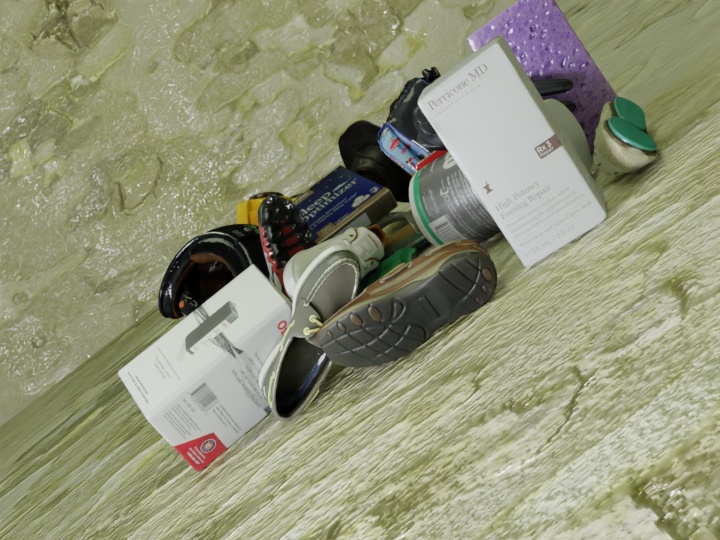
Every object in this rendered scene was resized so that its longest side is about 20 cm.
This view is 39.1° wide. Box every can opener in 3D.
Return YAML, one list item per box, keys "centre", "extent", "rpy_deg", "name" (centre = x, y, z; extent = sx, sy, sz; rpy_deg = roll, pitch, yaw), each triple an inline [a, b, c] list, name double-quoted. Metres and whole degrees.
- centre: [0.157, -0.193, 1.208]
  extent: [0.196, 0.065, 0.079]
  rpy_deg: [-14, -3, 14]
  name: "can opener"

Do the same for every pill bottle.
- centre: [0.160, -0.108, 1.173]
  extent: [0.199, 0.114, 0.113]
  rpy_deg: [-29, 13, 38]
  name: "pill bottle"

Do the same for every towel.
- centre: [0.044, -0.024, 1.465]
  extent: [0.198, 0.022, 0.147]
  rpy_deg: [-34, 11, 15]
  name: "towel"

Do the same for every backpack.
- centre: [0.124, -0.178, 1.442]
  extent: [0.135, 0.182, 0.200]
  rpy_deg: [-52, -5, 6]
  name: "backpack"

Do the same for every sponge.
- centre: [0.228, -0.230, 1.222]
  extent: [0.111, 0.201, 0.030]
  rpy_deg: [-33, 8, 21]
  name: "sponge"

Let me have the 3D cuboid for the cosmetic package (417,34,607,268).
- centre: [0.151, -0.118, 1.003]
  extent: [0.101, 0.201, 0.074]
  rpy_deg: [-33, 11, 19]
  name: "cosmetic package"

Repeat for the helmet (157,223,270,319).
- centre: [-0.164, 0.038, 1.402]
  extent: [0.199, 0.202, 0.190]
  rpy_deg: [-34, -20, 16]
  name: "helmet"

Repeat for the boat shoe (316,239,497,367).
- centre: [0.049, 0.032, 1.044]
  extent: [0.197, 0.076, 0.074]
  rpy_deg: [-26, 26, 12]
  name: "boat shoe"

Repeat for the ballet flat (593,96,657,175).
- centre: [0.277, -0.132, 1.079]
  extent: [0.063, 0.067, 0.200]
  rpy_deg: [-63, -5, 25]
  name: "ballet flat"

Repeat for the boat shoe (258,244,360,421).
- centre: [-0.049, 0.070, 1.097]
  extent: [0.204, 0.071, 0.060]
  rpy_deg: [-63, 24, 18]
  name: "boat shoe"

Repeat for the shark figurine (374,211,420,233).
- centre: [0.006, -0.021, 1.368]
  extent: [0.214, 0.128, 0.089]
  rpy_deg: [-44, -33, 6]
  name: "shark figurine"

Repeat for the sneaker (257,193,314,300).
- centre: [-0.088, 0.005, 1.289]
  extent: [0.070, 0.203, 0.098]
  rpy_deg: [-24, 2, -30]
  name: "sneaker"

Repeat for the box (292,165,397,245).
- centre: [-0.043, -0.086, 1.382]
  extent: [0.120, 0.033, 0.200]
  rpy_deg: [-38, 26, -10]
  name: "box"

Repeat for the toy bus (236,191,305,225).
- centre: [-0.065, -0.065, 1.561]
  extent: [0.198, 0.139, 0.190]
  rpy_deg: [-1, -10, -45]
  name: "toy bus"

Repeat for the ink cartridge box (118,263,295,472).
- centre: [-0.154, 0.113, 1.165]
  extent: [0.199, 0.145, 0.084]
  rpy_deg: [-38, 53, -9]
  name: "ink cartridge box"

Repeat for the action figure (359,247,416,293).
- centre: [0.033, 0.025, 1.195]
  extent: [0.117, 0.055, 0.201]
  rpy_deg: [-34, 15, 28]
  name: "action figure"

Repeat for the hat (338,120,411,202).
- centre: [0.029, -0.144, 1.632]
  extent: [0.200, 0.200, 0.082]
  rpy_deg: [-19, 35, 58]
  name: "hat"

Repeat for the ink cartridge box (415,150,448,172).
- centre: [0.176, -0.152, 1.298]
  extent: [0.199, 0.117, 0.067]
  rpy_deg: [-36, 10, 6]
  name: "ink cartridge box"

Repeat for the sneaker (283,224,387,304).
- centre: [-0.025, -0.014, 1.191]
  extent: [0.084, 0.073, 0.200]
  rpy_deg: [-36, 4, 27]
  name: "sneaker"
